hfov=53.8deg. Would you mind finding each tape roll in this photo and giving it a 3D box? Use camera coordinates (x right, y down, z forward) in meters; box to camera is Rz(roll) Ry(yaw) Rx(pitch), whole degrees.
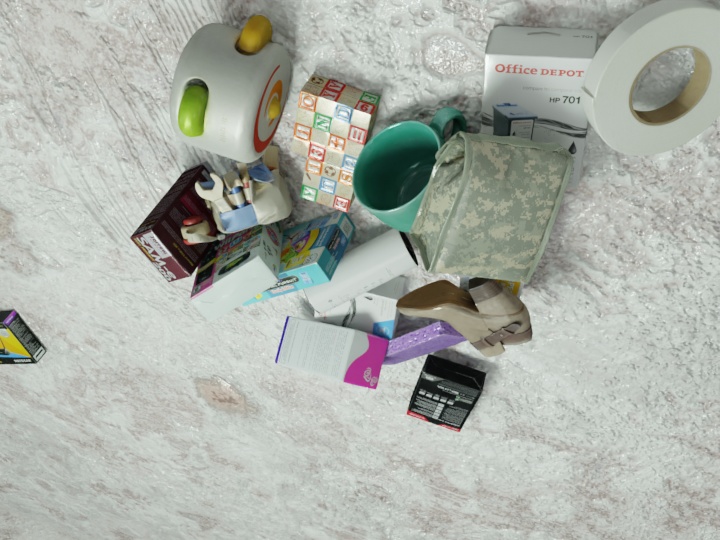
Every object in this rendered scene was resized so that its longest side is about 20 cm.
[{"bbox_3d":[0.382,-0.240,0.897,0.202,0.037,0.203,-7,131,-8],"label":"tape roll"}]

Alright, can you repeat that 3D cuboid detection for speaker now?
[{"bbox_3d":[0.000,0.000,1.248,0.200,0.081,0.081,-27,119,13],"label":"speaker"}]

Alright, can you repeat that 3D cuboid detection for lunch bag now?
[{"bbox_3d":[0.177,-0.095,0.964,0.164,0.118,0.200,6,125,-18],"label":"lunch bag"}]

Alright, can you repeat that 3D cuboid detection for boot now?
[{"bbox_3d":[0.174,0.083,1.154,0.200,0.070,0.146,-14,124,36],"label":"boot"}]

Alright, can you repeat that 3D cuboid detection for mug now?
[{"bbox_3d":[0.093,-0.141,1.080,0.185,0.152,0.114,-22,148,25],"label":"mug"}]

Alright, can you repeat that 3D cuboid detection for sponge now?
[{"bbox_3d":[0.109,0.144,1.378,0.200,0.030,0.111,-25,157,36],"label":"sponge"}]

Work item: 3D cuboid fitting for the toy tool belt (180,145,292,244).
[{"bbox_3d":[-0.218,-0.131,1.195,0.125,0.200,0.123,28,134,64],"label":"toy tool belt"}]

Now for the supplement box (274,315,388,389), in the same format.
[{"bbox_3d":[-0.058,0.158,1.381,0.200,0.104,0.101,5,167,46],"label":"supplement box"}]

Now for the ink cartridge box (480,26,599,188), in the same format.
[{"bbox_3d":[0.244,-0.225,0.990,0.146,0.086,0.200,7,134,15],"label":"ink cartridge box"}]

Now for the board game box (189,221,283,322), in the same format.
[{"bbox_3d":[-0.214,-0.018,1.248,0.147,0.200,0.064,-30,118,13],"label":"board game box"}]

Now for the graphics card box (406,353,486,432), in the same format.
[{"bbox_3d":[0.173,0.257,1.466,0.125,0.051,0.200,18,145,6],"label":"graphics card box"}]

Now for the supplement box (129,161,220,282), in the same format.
[{"bbox_3d":[-0.304,-0.087,1.247,0.061,0.200,0.109,-15,124,33],"label":"supplement box"}]

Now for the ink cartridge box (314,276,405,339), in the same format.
[{"bbox_3d":[-0.023,0.051,1.359,0.200,0.067,0.116,14,135,9],"label":"ink cartridge box"}]

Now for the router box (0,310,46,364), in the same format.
[{"bbox_3d":[-0.938,0.176,1.840,0.200,0.051,0.149,-5,127,25],"label":"router box"}]

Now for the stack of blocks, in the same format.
[{"bbox_3d":[-0.048,-0.201,1.144,0.115,0.059,0.200,19,135,4],"label":"stack of blocks"}]

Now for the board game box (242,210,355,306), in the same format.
[{"bbox_3d":[-0.121,-0.022,1.271,0.200,0.151,0.047,-16,123,32],"label":"board game box"}]

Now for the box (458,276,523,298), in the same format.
[{"bbox_3d":[0.225,-0.012,1.174,0.101,0.113,0.200,14,133,10],"label":"box"}]

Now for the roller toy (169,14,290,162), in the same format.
[{"bbox_3d":[-0.184,-0.262,1.056,0.139,0.200,0.182,19,170,4],"label":"roller toy"}]
